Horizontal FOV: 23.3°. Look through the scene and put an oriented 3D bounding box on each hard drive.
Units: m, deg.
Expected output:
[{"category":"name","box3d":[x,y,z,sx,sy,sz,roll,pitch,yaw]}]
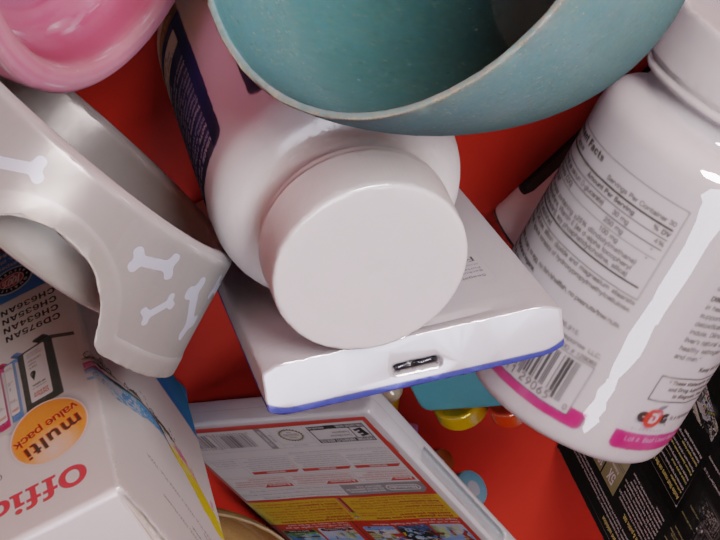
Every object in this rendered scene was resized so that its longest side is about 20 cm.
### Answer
[{"category":"hard drive","box3d":[0.000,0.000,0.818,0.131,0.200,0.026,-12,115,-10]}]

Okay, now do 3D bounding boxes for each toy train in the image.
[{"category":"toy train","box3d":[0.051,0.080,0.973,0.150,0.056,0.200,27,139,-20]}]

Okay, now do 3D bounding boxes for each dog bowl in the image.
[{"category":"dog bowl","box3d":[-0.138,-0.041,0.748,0.059,0.200,0.200,-48,127,5]}]

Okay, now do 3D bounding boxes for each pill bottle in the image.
[{"category":"pill bottle","box3d":[-0.020,-0.059,0.765,0.110,0.200,0.112,-9,129,-12]},{"category":"pill bottle","box3d":[0.141,-0.020,0.813,0.113,0.114,0.201,15,117,-28]}]

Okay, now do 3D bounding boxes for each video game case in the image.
[{"category":"video game case","box3d":[-0.001,0.131,0.987,0.142,0.018,0.200,-8,139,35]}]

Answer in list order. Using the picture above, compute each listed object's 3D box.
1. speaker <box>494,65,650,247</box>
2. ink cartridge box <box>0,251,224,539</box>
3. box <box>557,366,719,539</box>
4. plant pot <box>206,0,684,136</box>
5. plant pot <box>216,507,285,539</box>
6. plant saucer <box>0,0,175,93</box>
[{"category":"speaker","box3d":[0.168,-0.069,0.901,0.200,0.081,0.081,-43,127,16]},{"category":"ink cartridge box","box3d":[-0.161,0.112,0.849,0.147,0.200,0.145,-27,130,3]},{"category":"box","box3d":[0.210,0.110,0.973,0.086,0.200,0.164,9,123,-24]},{"category":"plant pot","box3d":[0.055,-0.138,0.668,0.200,0.201,0.134,-48,144,19]},{"category":"plant pot","box3d":[-0.125,0.210,1.049,0.198,0.028,0.201,-9,128,-11]},{"category":"plant saucer","box3d":[-0.116,-0.173,0.682,0.051,0.201,0.202,17,129,18]}]
